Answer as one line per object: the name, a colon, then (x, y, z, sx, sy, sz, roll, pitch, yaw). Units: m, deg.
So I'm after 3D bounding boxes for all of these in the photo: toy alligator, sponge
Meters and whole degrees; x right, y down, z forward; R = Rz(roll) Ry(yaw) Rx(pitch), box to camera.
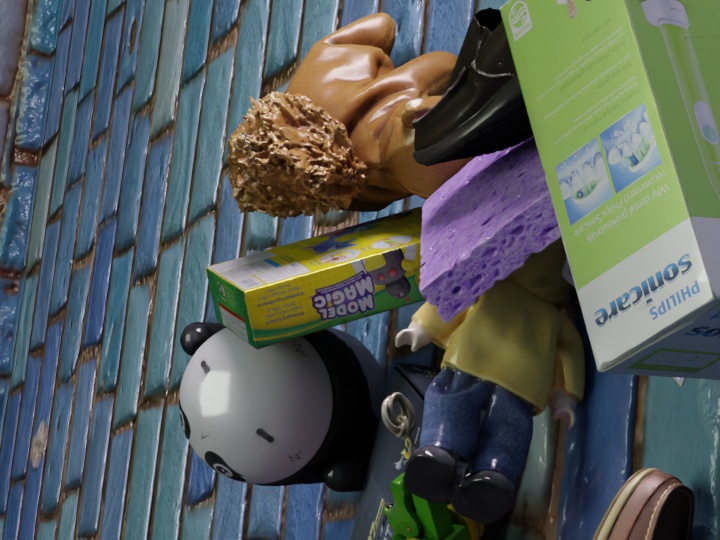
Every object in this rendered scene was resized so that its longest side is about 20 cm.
toy alligator: (0.040, 0.169, 1.406, 0.054, 0.059, 0.201, -5, 112, 48)
sponge: (0.088, -0.040, 1.380, 0.111, 0.030, 0.200, -39, 12, 13)

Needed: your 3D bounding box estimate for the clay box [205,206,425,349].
clay box: (0.000, 0.000, 1.557, 0.115, 0.199, 0.048, -153, 50, -70)

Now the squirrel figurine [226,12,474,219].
squirrel figurine: (0.004, -0.084, 1.555, 0.187, 0.199, 0.142, 32, 137, 59)

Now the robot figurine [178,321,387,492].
robot figurine: (-0.056, 0.101, 1.633, 0.200, 0.150, 0.125, 10, -100, -68)

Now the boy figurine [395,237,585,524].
boy figurine: (0.084, 0.053, 1.374, 0.065, 0.124, 0.201, 112, 178, -59)

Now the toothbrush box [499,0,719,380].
toothbrush box: (0.167, -0.054, 1.059, 0.086, 0.145, 0.201, -38, 58, 43)

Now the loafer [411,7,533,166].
loafer: (0.094, -0.129, 1.352, 0.200, 0.073, 0.072, -37, 71, 48)

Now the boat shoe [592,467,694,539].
boat shoe: (0.153, 0.209, 1.185, 0.067, 0.072, 0.201, 9, 79, 38)

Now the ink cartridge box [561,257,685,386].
ink cartridge box: (0.188, -0.054, 1.237, 0.200, 0.043, 0.199, -128, 51, -68)

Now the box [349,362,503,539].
box: (0.042, 0.183, 1.519, 0.158, 0.051, 0.201, -131, 53, -67)
